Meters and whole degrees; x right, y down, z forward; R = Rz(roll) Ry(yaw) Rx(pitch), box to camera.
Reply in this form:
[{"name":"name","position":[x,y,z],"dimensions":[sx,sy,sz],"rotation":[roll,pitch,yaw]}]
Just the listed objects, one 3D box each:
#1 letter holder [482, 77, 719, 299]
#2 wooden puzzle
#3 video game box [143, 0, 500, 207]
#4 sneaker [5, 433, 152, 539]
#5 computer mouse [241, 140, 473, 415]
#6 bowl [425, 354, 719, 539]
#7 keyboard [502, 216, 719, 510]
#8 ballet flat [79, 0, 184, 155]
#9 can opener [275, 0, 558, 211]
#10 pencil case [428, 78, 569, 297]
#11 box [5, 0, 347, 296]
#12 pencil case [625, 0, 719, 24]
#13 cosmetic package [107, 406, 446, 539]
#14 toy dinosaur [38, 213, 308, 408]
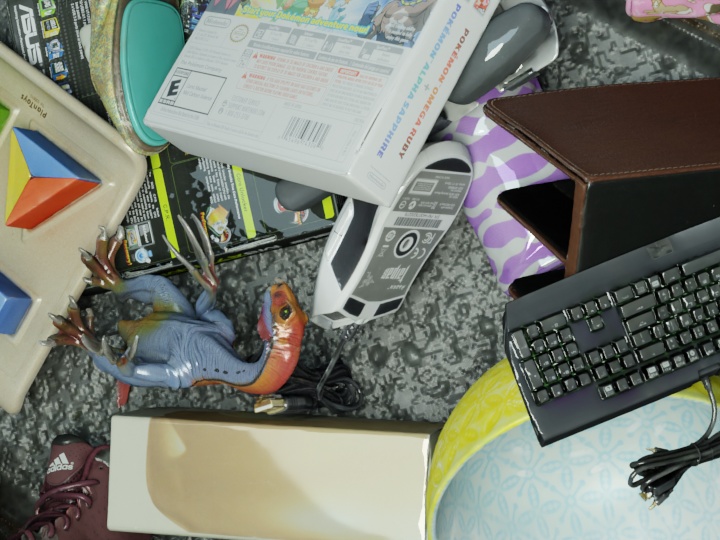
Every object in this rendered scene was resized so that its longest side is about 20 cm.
[{"name":"letter holder","position":[0.176,-0.040,1.092],"dimensions":[0.199,0.142,0.101],"rotation":[-7,117,-22]},{"name":"wooden puzzle","position":[-0.247,-0.037,1.226],"dimensions":[0.185,0.046,0.201],"rotation":[36,108,24]},{"name":"video game box","position":[-0.016,-0.139,1.103],"dimensions":[0.199,0.047,0.183],"rotation":[18,78,48]},{"name":"sneaker","position":[-0.199,0.156,1.173],"dimensions":[0.075,0.200,0.116],"rotation":[-11,75,31]},{"name":"computer mouse","position":[0.000,0.000,1.141],"dimensions":[0.044,0.109,0.201],"rotation":[43,113,32]},{"name":"bowl","position":[0.127,0.095,1.109],"dimensions":[0.199,0.200,0.108],"rotation":[-23,46,12]},{"name":"keyboard","position":[0.177,0.044,1.003],"dimensions":[0.199,0.021,0.128],"rotation":[-21,91,-13]},{"name":"ballet flat","position":[-0.146,-0.168,1.190],"dimensions":[0.070,0.071,0.202],"rotation":[-3,85,14]},{"name":"can opener","position":[0.022,-0.100,1.104],"dimensions":[0.199,0.067,0.054],"rotation":[-30,79,19]},{"name":"pencil case","position":[0.085,-0.084,1.161],"dimensions":[0.085,0.084,0.201],"rotation":[-22,83,-15]},{"name":"box","position":[-0.116,-0.101,1.229],"dimensions":[0.192,0.048,0.201],"rotation":[-14,84,11]},{"name":"pencil case","position":[0.256,-0.168,1.113],"dimensions":[0.199,0.086,0.083],"rotation":[12,101,14]},{"name":"cosmetic package","position":[-0.044,0.125,1.172],"dimensions":[0.198,0.105,0.072],"rotation":[2,90,13]},{"name":"toy dinosaur","position":[-0.096,0.036,1.136],"dimensions":[0.181,0.200,0.105],"rotation":[25,75,29]}]
